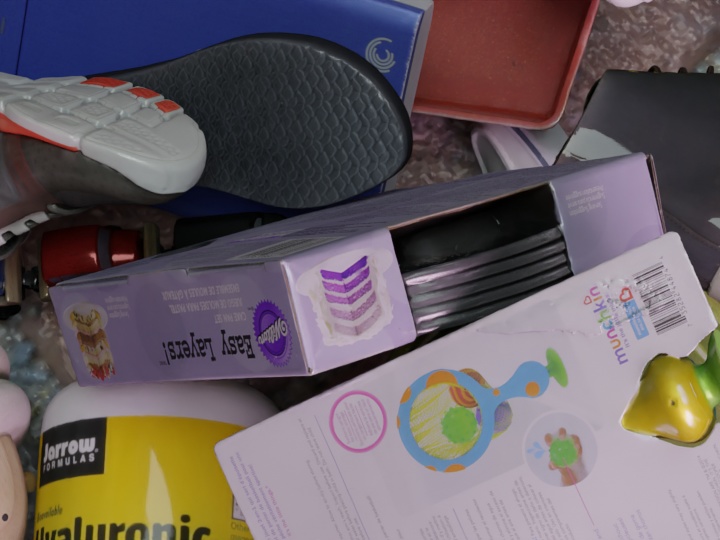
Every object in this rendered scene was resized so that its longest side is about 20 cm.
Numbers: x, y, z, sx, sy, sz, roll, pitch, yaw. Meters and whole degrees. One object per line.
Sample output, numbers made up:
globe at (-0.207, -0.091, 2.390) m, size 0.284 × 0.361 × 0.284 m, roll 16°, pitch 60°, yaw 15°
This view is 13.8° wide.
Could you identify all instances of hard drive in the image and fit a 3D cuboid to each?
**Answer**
hard drive at (-0.075, -0.088, 1.352) m, size 0.199 × 0.025 × 0.132 m, roll 18°, pitch 117°, yaw 11°

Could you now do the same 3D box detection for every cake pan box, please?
cake pan box at (0.000, 0.000, 1.209) m, size 0.184 × 0.200 × 0.053 m, roll -19°, pitch 97°, yaw -34°

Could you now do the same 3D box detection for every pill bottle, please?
pill bottle at (-0.088, 0.108, 1.304) m, size 0.111 × 0.111 × 0.201 m, roll 2°, pitch 73°, yaw -2°

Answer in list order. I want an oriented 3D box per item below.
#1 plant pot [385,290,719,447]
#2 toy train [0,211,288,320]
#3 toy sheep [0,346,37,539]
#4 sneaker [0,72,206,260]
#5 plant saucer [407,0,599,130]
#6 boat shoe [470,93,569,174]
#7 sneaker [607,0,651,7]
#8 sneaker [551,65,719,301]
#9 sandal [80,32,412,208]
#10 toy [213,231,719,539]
plant pot at (0.074, 0.091, 1.241) m, size 0.199 × 0.190 × 0.201 m, roll 0°, pitch 92°, yaw 15°
toy train at (-0.122, -0.002, 1.347) m, size 0.199 × 0.046 × 0.034 m, roll -7°, pitch 74°, yaw 13°
toy sheep at (-0.221, 0.057, 1.306) m, size 0.200 × 0.138 × 0.138 m, roll 44°, pitch 76°, yaw 8°
sneaker at (-0.146, -0.042, 1.311) m, size 0.199 × 0.077 × 0.082 m, roll 14°, pitch 109°, yaw 39°
plant saucer at (0.036, -0.159, 1.395) m, size 0.199 × 0.037 × 0.200 m, roll 10°, pitch 71°, yaw 27°
boat shoe at (0.090, 0.010, 1.361) m, size 0.065 × 0.074 × 0.201 m, roll -23°, pitch 75°, yaw -14°
sneaker at (0.051, -0.154, 1.327) m, size 0.115 × 0.074 × 0.200 m, roll -40°, pitch 47°, yaw 5°
sneaker at (0.164, -0.074, 1.352) m, size 0.106 × 0.075 × 0.200 m, roll 32°, pitch 38°, yaw 6°
sandal at (-0.064, -0.069, 1.324) m, size 0.199 × 0.043 × 0.076 m, roll 1°, pitch 106°, yaw 30°
toy at (0.057, 0.077, 1.122) m, size 0.199 × 0.047 × 0.116 m, roll -26°, pitch 84°, yaw 20°
